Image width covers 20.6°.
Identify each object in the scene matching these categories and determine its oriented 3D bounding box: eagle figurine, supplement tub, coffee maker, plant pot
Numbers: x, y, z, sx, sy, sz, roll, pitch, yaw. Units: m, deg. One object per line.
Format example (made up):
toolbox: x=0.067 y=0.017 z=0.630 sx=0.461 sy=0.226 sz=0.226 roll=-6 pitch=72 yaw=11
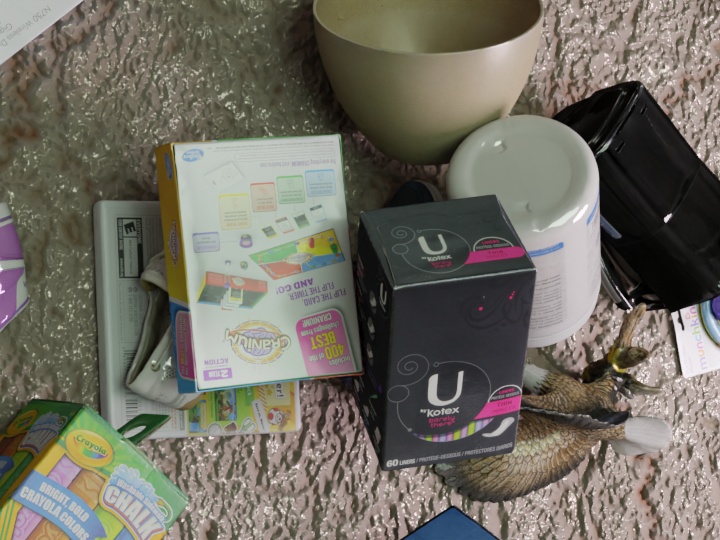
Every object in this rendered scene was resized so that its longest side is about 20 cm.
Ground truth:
eagle figurine: x=0.177 y=0.132 z=1.813 sx=0.200 sy=0.151 sz=0.152 roll=-37 pitch=123 yaw=-39
supplement tub: x=0.146 y=-0.032 z=1.747 sx=0.132 sy=0.200 sz=0.132 roll=-3 pitch=59 yaw=5
coffee maker: x=0.278 y=-0.076 z=1.853 sx=0.200 sy=0.192 sz=0.135 roll=46 pitch=37 yaw=-22
plant pot: x=0.058 y=-0.172 z=1.749 sx=0.200 sy=0.200 sz=0.135 roll=-20 pitch=126 yaw=-31

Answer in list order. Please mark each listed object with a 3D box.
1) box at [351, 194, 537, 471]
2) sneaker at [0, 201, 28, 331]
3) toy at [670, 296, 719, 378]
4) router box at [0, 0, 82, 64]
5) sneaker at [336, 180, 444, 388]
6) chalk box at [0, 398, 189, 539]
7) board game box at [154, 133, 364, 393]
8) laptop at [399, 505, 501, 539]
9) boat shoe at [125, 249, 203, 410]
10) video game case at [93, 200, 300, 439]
box: x=0.065 y=0.052 z=1.624 sx=0.122 sy=0.106 sz=0.200 roll=-8 pitch=130 yaw=-13
sneaker: x=-0.347 y=0.024 z=1.540 sx=0.200 sy=0.073 sz=0.114 roll=-18 pitch=97 yaw=-31
toy: x=0.402 y=0.030 z=2.000 sx=0.200 sy=0.047 sz=0.115 roll=-12 pitch=90 yaw=-32
router box: x=-0.300 y=-0.276 z=1.607 sx=0.200 sy=0.049 sz=0.180 roll=-44 pitch=107 yaw=-27
sneaker: x=0.001 y=0.001 z=1.729 sx=0.146 sy=0.077 sz=0.203 roll=24 pitch=74 yaw=-43
chalk box: x=-0.230 y=0.181 z=1.558 sx=0.124 sy=0.125 sz=0.200 roll=45 pitch=67 yaw=-20
board game box: x=-0.082 y=-0.007 z=1.608 sx=0.153 sy=0.040 sz=0.200 roll=-4 pitch=88 yaw=-27
laptop: x=0.071 y=0.337 z=1.733 sx=0.187 sy=0.116 sz=0.200 roll=39 pitch=67 yaw=-21
boat shoe: x=-0.146 y=0.011 z=1.634 sx=0.069 sy=0.071 sz=0.200 roll=19 pitch=76 yaw=-30
video game case: x=-0.138 y=0.041 z=1.691 sx=0.182 sy=0.023 sz=0.200 roll=0 pitch=84 yaw=-31
